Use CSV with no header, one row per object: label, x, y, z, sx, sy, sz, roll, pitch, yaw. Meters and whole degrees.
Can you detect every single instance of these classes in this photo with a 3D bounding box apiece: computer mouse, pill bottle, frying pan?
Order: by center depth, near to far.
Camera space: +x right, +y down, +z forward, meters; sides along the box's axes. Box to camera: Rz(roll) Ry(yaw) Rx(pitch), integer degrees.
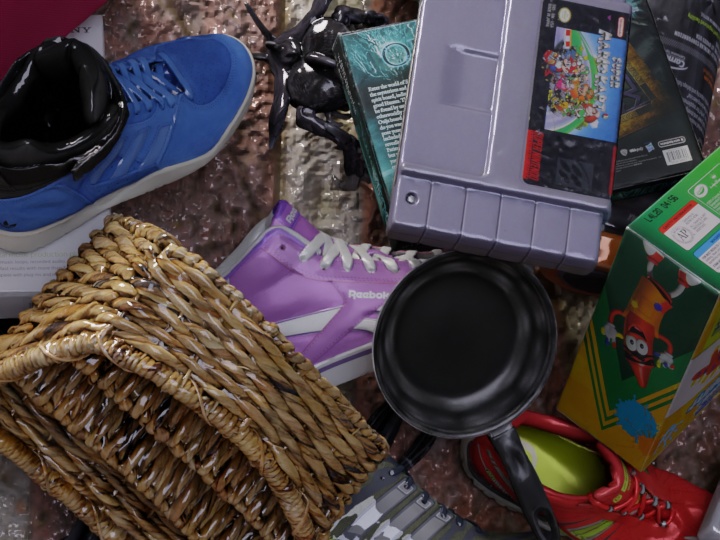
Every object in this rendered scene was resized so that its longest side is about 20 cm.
frying pan,0.086,0.066,1.373,0.190,0.031,0.115,43,89,-21
computer mouse,0.046,0.040,1.457,0.058,0.034,0.201,22,74,-9
pill bottle,0.167,-0.086,1.476,0.106,0.106,0.201,16,74,-10

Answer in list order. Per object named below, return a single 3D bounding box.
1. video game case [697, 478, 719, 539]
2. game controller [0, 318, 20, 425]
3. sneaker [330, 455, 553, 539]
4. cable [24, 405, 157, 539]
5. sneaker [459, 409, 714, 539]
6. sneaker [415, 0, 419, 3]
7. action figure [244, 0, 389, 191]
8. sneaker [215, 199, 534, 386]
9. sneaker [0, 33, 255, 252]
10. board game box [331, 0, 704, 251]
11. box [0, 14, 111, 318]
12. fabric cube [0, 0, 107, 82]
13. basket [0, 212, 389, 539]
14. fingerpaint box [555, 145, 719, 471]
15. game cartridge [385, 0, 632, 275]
video game case,0.322,0.141,1.473,0.182,0.023,0.200,34,54,-5
game controller,-0.236,0.041,1.391,0.104,0.042,0.200,40,71,-17
sneaker,0.028,0.153,1.401,0.199,0.074,0.082,6,83,-14
cable,-0.217,0.123,1.343,0.199,0.051,0.164,-16,93,-25
sneaker,0.156,0.142,1.432,0.199,0.085,0.077,23,74,-7
sneaker,0.023,-0.207,1.491,0.083,0.074,0.200,-34,78,-21
action figure,0.012,-0.107,1.449,0.199,0.102,0.119,22,79,-1
sneaker,0.000,0.000,1.401,0.199,0.073,0.115,-23,100,-3
sneaker,-0.138,-0.097,1.327,0.199,0.111,0.077,-32,69,-23
board game box,0.095,-0.097,1.392,0.199,0.028,0.136,-12,73,-14
box,-0.222,-0.065,1.381,0.143,0.036,0.201,-1,59,-9
fabric cube,-0.252,-0.233,1.336,0.196,0.200,0.199,39,69,20
basket,-0.101,0.089,1.284,0.149,0.143,0.200,-49,115,-11
fingerpaint box,0.219,0.000,1.404,0.073,0.167,0.200,36,50,19
game cartridge,0.091,-0.104,1.361,0.129,0.038,0.201,9,69,-2
